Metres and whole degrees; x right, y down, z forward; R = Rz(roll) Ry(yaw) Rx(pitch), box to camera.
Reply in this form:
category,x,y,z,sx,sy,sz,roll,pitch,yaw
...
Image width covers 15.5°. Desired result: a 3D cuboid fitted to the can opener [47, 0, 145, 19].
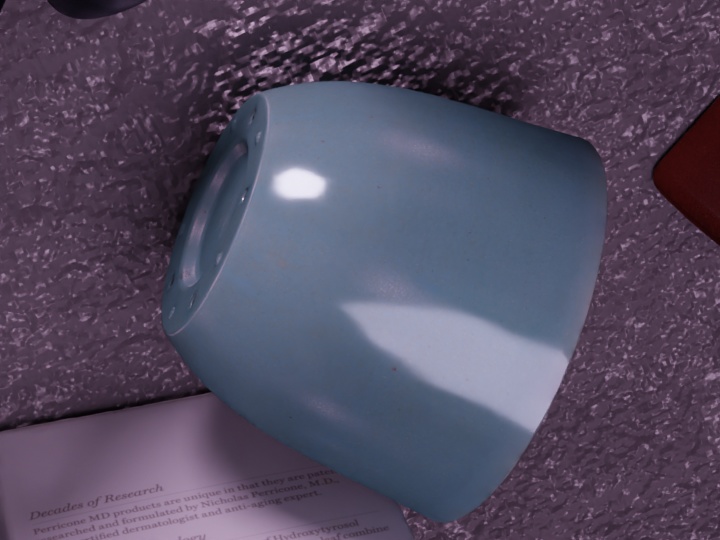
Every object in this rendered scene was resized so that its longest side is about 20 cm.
category,x,y,z,sx,sy,sz,roll,pitch,yaw
can opener,-0.169,-0.171,1.185,0.200,0.063,0.079,20,141,-17

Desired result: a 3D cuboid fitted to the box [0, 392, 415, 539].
category,x,y,z,sx,sy,sz,roll,pitch,yaw
box,-0.079,0.191,1.372,0.200,0.171,0.199,-11,124,-11

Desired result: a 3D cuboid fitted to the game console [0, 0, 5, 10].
category,x,y,z,sx,sy,sz,roll,pitch,yaw
game console,-0.179,-0.195,1.062,0.172,0.119,0.200,32,64,-25

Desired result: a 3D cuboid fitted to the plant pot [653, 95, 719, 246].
category,x,y,z,sx,sy,sz,roll,pitch,yaw
plant pot,0.306,-0.030,1.349,0.200,0.176,0.200,32,108,-31

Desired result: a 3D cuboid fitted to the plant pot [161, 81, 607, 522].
category,x,y,z,sx,sy,sz,roll,pitch,yaw
plant pot,0.000,0.000,1.269,0.161,0.201,0.201,22,114,-15
